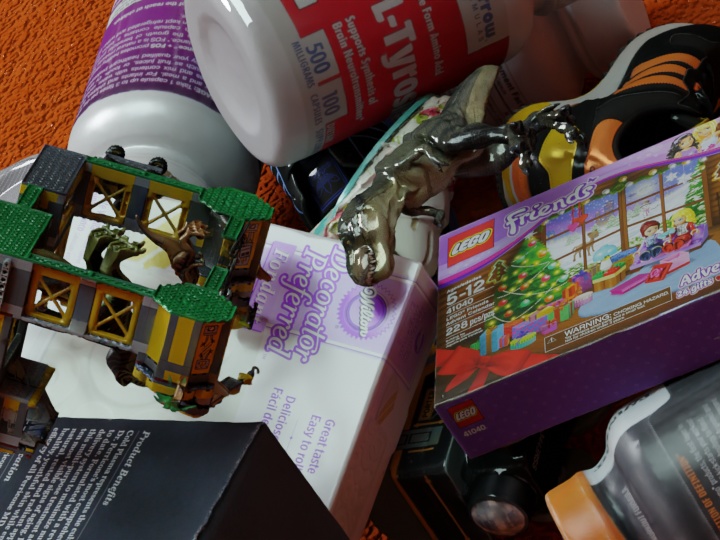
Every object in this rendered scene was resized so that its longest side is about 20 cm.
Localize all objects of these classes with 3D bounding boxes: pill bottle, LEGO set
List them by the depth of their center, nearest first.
[{"bbox_3d":[0.185,0.084,1.298,0.200,0.106,0.106,-31,37,4],"label":"pill bottle"},{"bbox_3d":[-0.120,0.030,1.299,0.153,0.116,0.200,13,22,-7],"label":"LEGO set"},{"bbox_3d":[0.017,-0.143,1.492,0.200,0.112,0.112,-26,34,-16],"label":"pill bottle"},{"bbox_3d":[0.059,-0.128,1.622,0.200,0.113,0.113,-22,38,15],"label":"pill bottle"},{"bbox_3d":[-0.107,-0.084,1.633,0.112,0.112,0.200,-14,39,24],"label":"pill bottle"}]

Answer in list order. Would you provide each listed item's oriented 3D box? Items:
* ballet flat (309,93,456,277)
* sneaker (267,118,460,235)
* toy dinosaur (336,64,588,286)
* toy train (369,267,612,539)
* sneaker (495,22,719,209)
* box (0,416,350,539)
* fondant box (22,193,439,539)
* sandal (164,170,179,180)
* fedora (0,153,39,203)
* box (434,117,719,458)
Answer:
[{"bbox_3d":[0.000,0.000,1.466,0.064,0.076,0.200,39,85,22],"label":"ballet flat"},{"bbox_3d":[-0.021,-0.073,1.549,0.070,0.200,0.078,-41,-1,19],"label":"sneaker"},{"bbox_3d":[0.057,-0.062,1.390,0.088,0.048,0.200,-5,28,32],"label":"toy dinosaur"},{"bbox_3d":[0.066,0.054,1.437,0.114,0.085,0.200,-10,43,28],"label":"toy train"},{"bbox_3d":[0.160,-0.074,1.490,0.090,0.070,0.200,10,28,39],"label":"sneaker"},{"bbox_3d":[-0.099,0.175,1.332,0.196,0.200,0.124,1,49,37],"label":"box"},{"bbox_3d":[-0.076,0.046,1.396,0.200,0.058,0.145,15,72,21],"label":"fondant box"},{"bbox_3d":[-0.141,0.030,1.546,0.082,0.200,0.055,39,39,13],"label":"sandal"},{"bbox_3d":[-0.205,-0.001,1.677,0.200,0.090,0.177,-40,27,-3],"label":"fedora"},{"bbox_3d":[0.130,-0.001,1.332,0.200,0.039,0.137,-23,31,18],"label":"box"}]
